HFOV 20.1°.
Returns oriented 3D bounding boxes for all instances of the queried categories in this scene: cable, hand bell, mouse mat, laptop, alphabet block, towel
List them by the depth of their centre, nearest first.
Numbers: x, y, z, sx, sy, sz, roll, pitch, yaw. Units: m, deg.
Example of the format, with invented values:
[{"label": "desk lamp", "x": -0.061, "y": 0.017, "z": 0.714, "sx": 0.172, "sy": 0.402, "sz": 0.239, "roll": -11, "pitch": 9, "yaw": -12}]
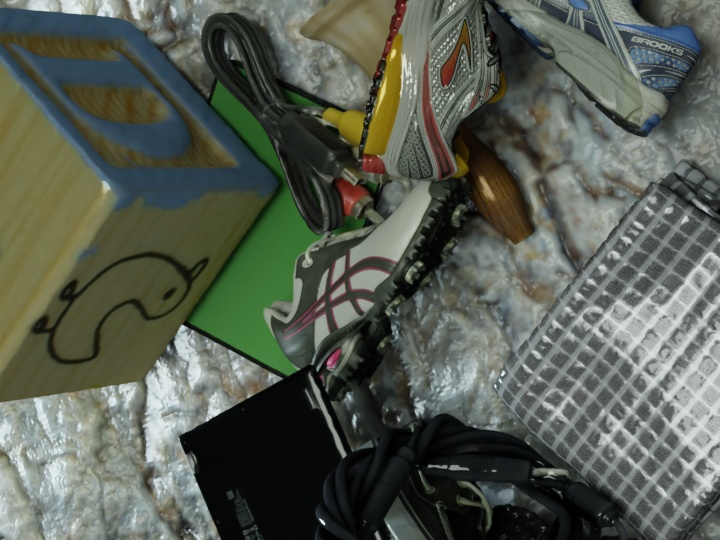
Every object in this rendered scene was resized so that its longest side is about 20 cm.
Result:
[{"label": "cable", "x": 0.056, "y": 0.149, "z": 1.247, "sx": 0.163, "sy": 0.199, "sz": 0.051, "roll": 49, "pitch": 139, "yaw": 40}, {"label": "towel", "x": 0.198, "y": 0.054, "z": 1.275, "sx": 0.166, "sy": 0.085, "sz": 0.200, "roll": 43, "pitch": 114, "yaw": 19}, {"label": "hand bell", "x": 0.057, "y": -0.106, "z": 1.357, "sx": 0.104, "sy": 0.104, "sz": 0.200, "roll": -34, "pitch": 90, "yaw": 28}, {"label": "laptop", "x": -0.037, "y": 0.180, "z": 1.397, "sx": 0.200, "sy": 0.116, "sz": 0.188, "roll": -30, "pitch": 80, "yaw": 33}, {"label": "cable", "x": -0.044, "y": -0.102, "z": 1.435, "sx": 0.200, "sy": 0.050, "sz": 0.097, "roll": 45, "pitch": 131, "yaw": 32}, {"label": "alphabet block", "x": -0.218, "y": -0.048, "z": 1.443, "sx": 0.196, "sy": 0.195, "sz": 0.200, "roll": 48, "pitch": 117, "yaw": 23}, {"label": "mouse mat", "x": -0.068, "y": -0.034, "z": 1.468, "sx": 0.160, "sy": 0.008, "sz": 0.201, "roll": 27, "pitch": 108, "yaw": 25}]

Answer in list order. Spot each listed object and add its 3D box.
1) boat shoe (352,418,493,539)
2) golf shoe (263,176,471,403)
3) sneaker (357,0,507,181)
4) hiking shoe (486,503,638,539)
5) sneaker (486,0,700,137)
[{"label": "boat shoe", "x": 0.050, "y": 0.157, "z": 1.328, "sx": 0.064, "sy": 0.200, "sz": 0.071, "roll": -33, "pitch": 121, "yaw": 0}, {"label": "golf shoe", "x": 0.000, "y": 0.000, "z": 1.372, "sx": 0.088, "sy": 0.077, "sz": 0.200, "roll": 42, "pitch": 123, "yaw": 12}, {"label": "sneaker", "x": 0.058, "y": -0.148, "z": 1.277, "sx": 0.082, "sy": 0.078, "sz": 0.201, "roll": 14, "pitch": 119, "yaw": -3}, {"label": "hiking shoe", "x": 0.133, "y": 0.217, "z": 1.330, "sx": 0.200, "sy": 0.076, "sz": 0.101, "roll": 8, "pitch": 141, "yaw": 52}, {"label": "sneaker", "x": 0.140, "y": -0.174, "z": 1.303, "sx": 0.085, "sy": 0.077, "sz": 0.200, "roll": -47, "pitch": 66, "yaw": 5}]
